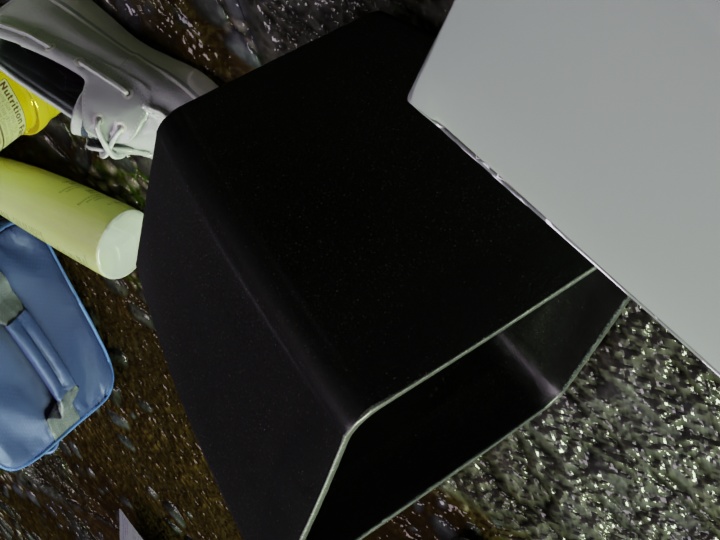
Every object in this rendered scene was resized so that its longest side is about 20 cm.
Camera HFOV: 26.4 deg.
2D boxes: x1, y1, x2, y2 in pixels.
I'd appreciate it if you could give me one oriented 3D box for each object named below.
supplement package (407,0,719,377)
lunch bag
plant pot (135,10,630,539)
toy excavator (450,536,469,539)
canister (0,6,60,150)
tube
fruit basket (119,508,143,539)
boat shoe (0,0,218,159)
[{"bbox_3d":[0.140,-0.067,0.541,0.200,0.111,0.156,42,149,9],"label":"supplement package"},{"bbox_3d":[-0.288,0.061,1.201,0.132,0.136,0.201,9,132,47],"label":"lunch bag"},{"bbox_3d":[0.000,0.000,0.731,0.178,0.199,0.200,50,151,16],"label":"plant pot"},{"bbox_3d":[0.078,0.293,1.058,0.200,0.100,0.194,43,152,-9],"label":"toy excavator"},{"bbox_3d":[-0.310,-0.084,1.002,0.148,0.200,0.087,5,131,49],"label":"canister"},{"bbox_3d":[-0.234,-0.053,1.084,0.199,0.052,0.058,25,148,33],"label":"tube"},{"bbox_3d":[-0.158,0.329,1.415,0.200,0.093,0.186,50,153,27],"label":"fruit basket"},{"bbox_3d":[-0.144,-0.100,0.903,0.200,0.068,0.072,40,149,14],"label":"boat shoe"}]
